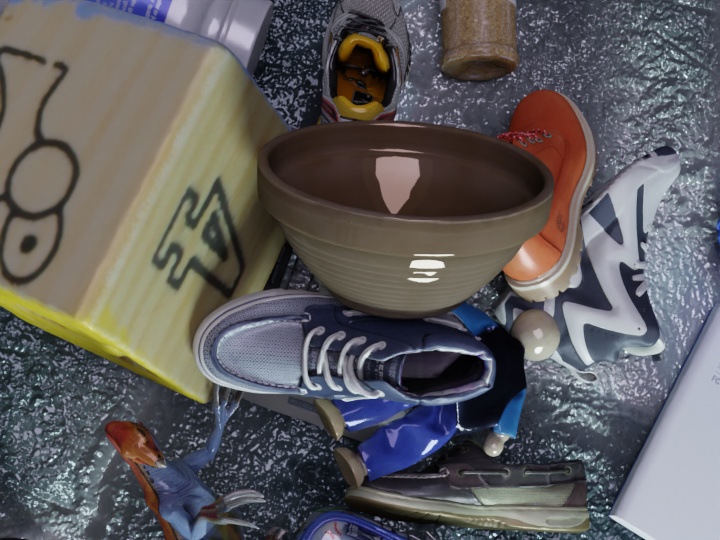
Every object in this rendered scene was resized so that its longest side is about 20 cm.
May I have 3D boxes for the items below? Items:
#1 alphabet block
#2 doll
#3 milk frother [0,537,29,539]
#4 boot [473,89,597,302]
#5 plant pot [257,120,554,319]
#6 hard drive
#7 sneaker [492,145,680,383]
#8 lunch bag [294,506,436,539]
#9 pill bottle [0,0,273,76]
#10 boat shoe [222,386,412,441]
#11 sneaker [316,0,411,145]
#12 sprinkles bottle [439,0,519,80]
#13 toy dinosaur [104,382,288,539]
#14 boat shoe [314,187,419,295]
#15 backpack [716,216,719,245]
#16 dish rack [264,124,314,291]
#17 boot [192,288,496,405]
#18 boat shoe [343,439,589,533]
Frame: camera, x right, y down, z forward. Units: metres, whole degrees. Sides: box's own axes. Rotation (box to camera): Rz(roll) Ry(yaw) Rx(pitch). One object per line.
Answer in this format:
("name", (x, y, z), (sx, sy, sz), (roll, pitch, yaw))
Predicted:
("alphabet block", (-0.174, -0.051, 0.853), (0.193, 0.196, 0.202), (21, 77, 27))
("doll", (0.066, 0.081, 0.902), (0.198, 0.048, 0.138), (-25, 99, -15))
("milk frother", (-0.222, 0.285, 0.822), (0.197, 0.188, 0.183), (10, 80, -5))
("boot", (0.131, -0.087, 0.943), (0.107, 0.074, 0.202), (48, 38, -36))
("plant pot", (0.027, -0.029, 0.814), (0.197, 0.201, 0.094), (1, 113, -6))
("hard drive", (0.306, 0.147, 0.991), (0.131, 0.025, 0.202), (31, 78, -1))
("sneaker", (0.217, 0.006, 0.978), (0.130, 0.079, 0.199), (45, 79, 1))
("lunch bag", (-0.001, 0.285, 0.908), (0.159, 0.076, 0.202), (26, 79, -4))
("pill bottle", (-0.174, -0.208, 0.950), (0.197, 0.112, 0.114), (21, 79, -2))
("boat shoe", (-0.048, 0.069, 0.945), (0.197, 0.072, 0.069), (19, 57, 3))
("sneaker", (0.008, -0.167, 0.960), (0.077, 0.083, 0.202), (7, 52, -5))
("sprinkles bottle", (0.098, -0.266, 1.016), (0.067, 0.068, 0.203), (0, 81, -7))
("toy dinosaur", (-0.119, 0.176, 0.835), (0.180, 0.105, 0.201), (31, 100, -26))
("boat shoe", (0.000, -0.001, 0.910), (0.071, 0.070, 0.201), (36, 74, 9))
("backpack", (0.387, -0.017, 0.960), (0.199, 0.163, 0.169), (34, 79, -1))
("dish rack", (-0.004, -0.030, 0.970), (0.197, 0.055, 0.155), (20, 78, -3))
("boot", (-0.011, 0.054, 0.809), (0.197, 0.090, 0.074), (-3, 100, -14))
("boat shoe", (0.085, 0.167, 0.943), (0.198, 0.072, 0.067), (8, 74, -11))
